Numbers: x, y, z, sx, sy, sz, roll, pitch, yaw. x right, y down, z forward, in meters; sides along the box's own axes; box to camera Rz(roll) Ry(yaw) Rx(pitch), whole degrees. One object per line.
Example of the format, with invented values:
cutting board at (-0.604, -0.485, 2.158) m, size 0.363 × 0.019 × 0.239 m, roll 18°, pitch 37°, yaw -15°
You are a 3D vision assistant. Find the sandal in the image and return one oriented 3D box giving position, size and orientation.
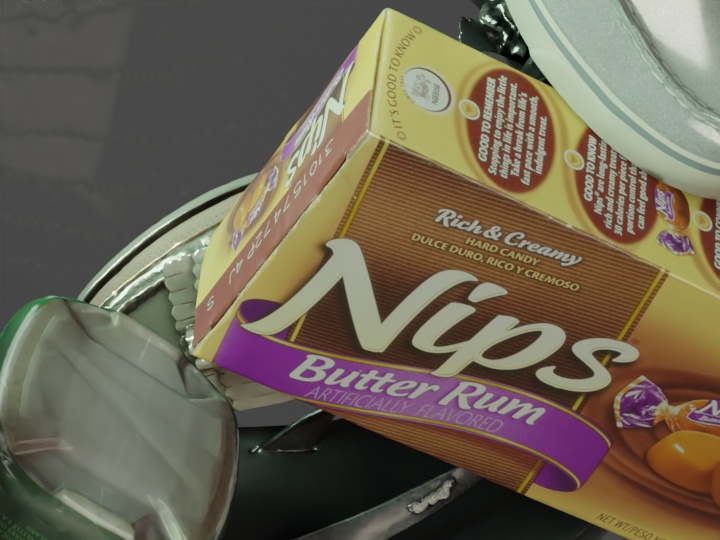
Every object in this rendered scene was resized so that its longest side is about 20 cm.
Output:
sandal at (-0.003, 0.071, 0.794) m, size 0.199 × 0.076 × 0.043 m, roll -8°, pitch 140°, yaw -4°

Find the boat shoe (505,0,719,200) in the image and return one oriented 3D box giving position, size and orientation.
boat shoe at (0.070, -0.115, 0.677) m, size 0.070 × 0.072 × 0.201 m, roll -26°, pitch 83°, yaw -22°

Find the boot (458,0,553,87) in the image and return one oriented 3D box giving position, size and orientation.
boot at (0.106, -0.124, 0.751) m, size 0.198 × 0.073 × 0.163 m, roll -44°, pitch 83°, yaw 7°

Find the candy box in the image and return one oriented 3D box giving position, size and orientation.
candy box at (0.064, 0.013, 0.728) m, size 0.200 × 0.057 × 0.117 m, roll 24°, pitch 137°, yaw -18°

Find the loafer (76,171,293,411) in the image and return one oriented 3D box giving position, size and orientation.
loafer at (0.000, 0.000, 0.797) m, size 0.199 × 0.063 × 0.072 m, roll -21°, pitch 113°, yaw -9°

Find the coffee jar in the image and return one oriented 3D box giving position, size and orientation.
coffee jar at (-0.123, 0.108, 0.739) m, size 0.085 × 0.104 × 0.200 m, roll 32°, pitch 119°, yaw -14°
